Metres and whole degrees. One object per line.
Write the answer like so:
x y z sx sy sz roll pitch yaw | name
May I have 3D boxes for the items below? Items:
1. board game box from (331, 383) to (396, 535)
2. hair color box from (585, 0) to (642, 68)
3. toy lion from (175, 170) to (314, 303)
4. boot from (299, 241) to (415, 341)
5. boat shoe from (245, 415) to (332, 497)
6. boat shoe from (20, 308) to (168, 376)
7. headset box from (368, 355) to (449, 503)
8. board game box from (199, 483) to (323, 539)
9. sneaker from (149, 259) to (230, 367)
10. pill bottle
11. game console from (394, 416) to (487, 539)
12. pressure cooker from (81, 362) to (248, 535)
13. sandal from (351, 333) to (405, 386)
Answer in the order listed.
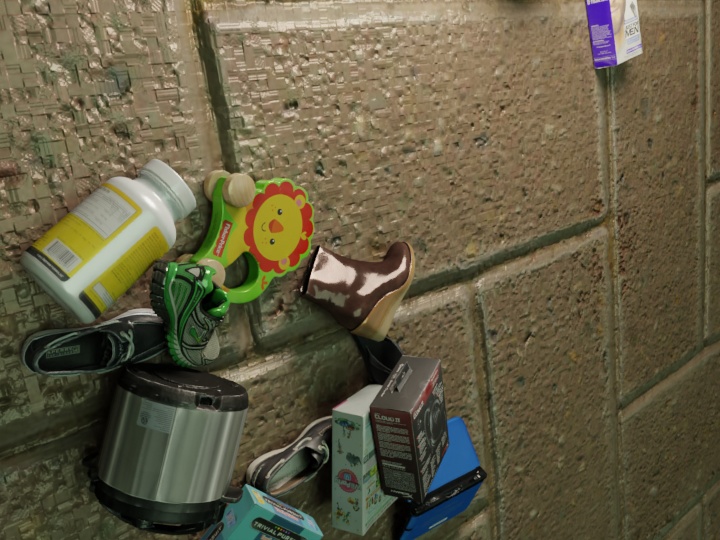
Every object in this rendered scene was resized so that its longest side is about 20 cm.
0.011 0.310 1.107 0.147 0.064 0.203 -16 107 -62 | board game box
0.557 -0.563 1.457 0.109 0.065 0.202 -29 112 -32 | hair color box
-0.153 -0.045 0.966 0.191 0.068 0.202 26 80 -46 | toy lion
0.000 0.000 1.085 0.166 0.072 0.202 34 58 -22 | boot
-0.086 0.298 1.061 0.199 0.060 0.075 -19 106 -36 | boat shoe
-0.317 0.094 0.840 0.198 0.067 0.073 -5 100 -41 | boat shoe
0.084 0.250 1.093 0.149 0.076 0.202 -48 134 -53 | headset box
-0.175 0.434 0.984 0.200 0.047 0.151 -50 125 -2 | board game box
-0.210 0.065 0.862 0.201 0.084 0.079 90 3 -54 | sneaker
-0.299 -0.041 0.809 0.200 0.111 0.112 -48 122 -23 | pill bottle
0.135 0.406 1.284 0.198 0.118 0.172 -11 134 -37 | game console
-0.247 0.232 0.846 0.178 0.175 0.202 15 87 -45 | pressure cooker
0.038 0.143 1.150 0.076 0.043 0.201 -47 122 -24 | sandal
